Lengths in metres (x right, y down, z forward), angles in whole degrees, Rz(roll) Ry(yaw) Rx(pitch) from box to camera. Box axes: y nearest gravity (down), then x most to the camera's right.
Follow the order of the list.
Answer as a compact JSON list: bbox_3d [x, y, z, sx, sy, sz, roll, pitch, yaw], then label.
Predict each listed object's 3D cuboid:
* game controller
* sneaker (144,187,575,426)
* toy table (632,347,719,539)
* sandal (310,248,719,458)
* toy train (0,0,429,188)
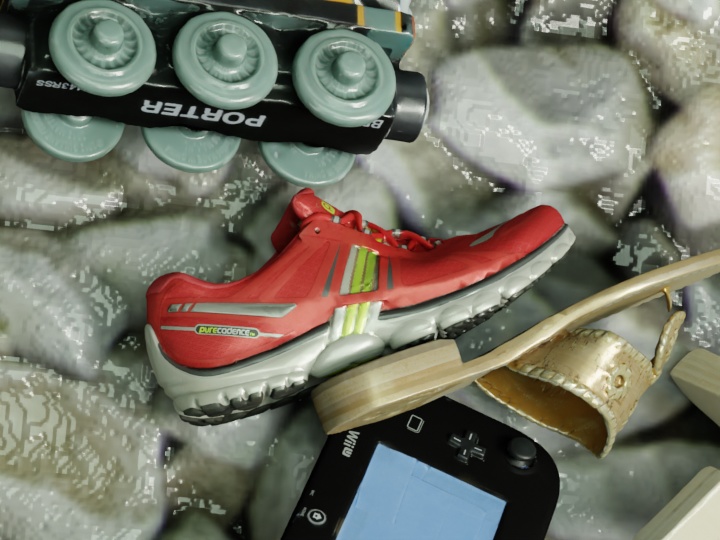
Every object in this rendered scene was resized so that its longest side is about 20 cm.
[{"bbox_3d":[0.017,0.127,1.200,0.104,0.042,0.200,31,43,-5],"label":"game controller"},{"bbox_3d":[0.000,0.000,1.239,0.200,0.077,0.085,-19,84,-16],"label":"sneaker"},{"bbox_3d":[0.218,0.095,1.246,0.200,0.184,0.117,-48,115,-21],"label":"toy table"},{"bbox_3d":[0.084,0.053,1.243,0.211,0.078,0.070,-17,81,-22],"label":"sandal"},{"bbox_3d":[-0.067,-0.105,1.220,0.200,0.085,0.114,6,62,-15],"label":"toy train"}]
